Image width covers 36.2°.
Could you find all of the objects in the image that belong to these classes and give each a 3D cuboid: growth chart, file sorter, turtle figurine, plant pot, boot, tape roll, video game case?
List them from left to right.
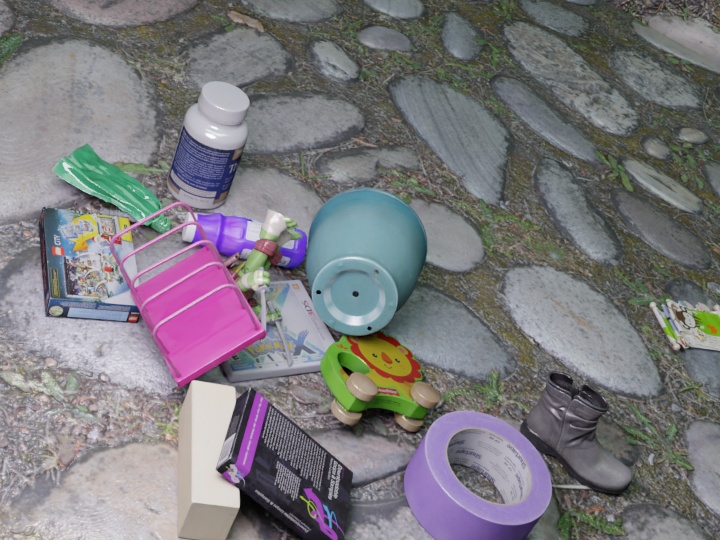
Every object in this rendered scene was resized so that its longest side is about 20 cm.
[{"bbox_3d":[-0.245,0.024,1.514,0.138,0.126,0.200,-30,49,-8],"label":"file sorter"},{"bbox_3d":[-0.144,0.089,1.707,0.198,0.022,0.183,-4,46,-33],"label":"video game case"},{"bbox_3d":[-0.132,0.024,1.639,0.199,0.195,0.144,17,-15,41],"label":"turtle figurine"},{"bbox_3d":[0.000,0.000,1.727,0.198,0.201,0.188,23,28,-4],"label":"plant pot"},{"bbox_3d":[0.168,0.305,1.580,0.198,0.085,0.201,16,37,-12],"label":"tape roll"},{"bbox_3d":[0.354,0.253,1.710,0.199,0.132,0.070,29,36,5],"label":"boot"},{"bbox_3d":[0.656,0.107,2.158,0.198,0.018,0.145,5,41,-27],"label":"growth chart"}]

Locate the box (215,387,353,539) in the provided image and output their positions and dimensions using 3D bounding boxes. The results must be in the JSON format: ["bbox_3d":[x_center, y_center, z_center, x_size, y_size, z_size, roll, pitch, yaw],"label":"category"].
[{"bbox_3d":[-0.094,0.265,1.446,0.200,0.036,0.143,41,27,-17],"label":"box"}]

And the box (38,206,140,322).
[{"bbox_3d":[-0.408,-0.010,1.658,0.135,0.038,0.201,6,41,-25],"label":"box"}]

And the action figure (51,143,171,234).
[{"bbox_3d":[-0.393,-0.122,1.789,0.199,0.055,0.118,34,36,-1],"label":"action figure"}]

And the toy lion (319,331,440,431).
[{"bbox_3d":[0.019,0.152,1.680,0.199,0.069,0.192,12,31,-38],"label":"toy lion"}]

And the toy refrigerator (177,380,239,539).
[{"bbox_3d":[-0.197,0.247,1.443,0.069,0.076,0.201,11,39,-18],"label":"toy refrigerator"}]

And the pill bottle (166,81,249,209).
[{"bbox_3d":[-0.252,-0.212,1.855,0.110,0.201,0.112,15,38,-13],"label":"pill bottle"}]

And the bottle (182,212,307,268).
[{"bbox_3d":[-0.190,-0.052,1.800,0.198,0.083,0.066,12,79,-17],"label":"bottle"}]
